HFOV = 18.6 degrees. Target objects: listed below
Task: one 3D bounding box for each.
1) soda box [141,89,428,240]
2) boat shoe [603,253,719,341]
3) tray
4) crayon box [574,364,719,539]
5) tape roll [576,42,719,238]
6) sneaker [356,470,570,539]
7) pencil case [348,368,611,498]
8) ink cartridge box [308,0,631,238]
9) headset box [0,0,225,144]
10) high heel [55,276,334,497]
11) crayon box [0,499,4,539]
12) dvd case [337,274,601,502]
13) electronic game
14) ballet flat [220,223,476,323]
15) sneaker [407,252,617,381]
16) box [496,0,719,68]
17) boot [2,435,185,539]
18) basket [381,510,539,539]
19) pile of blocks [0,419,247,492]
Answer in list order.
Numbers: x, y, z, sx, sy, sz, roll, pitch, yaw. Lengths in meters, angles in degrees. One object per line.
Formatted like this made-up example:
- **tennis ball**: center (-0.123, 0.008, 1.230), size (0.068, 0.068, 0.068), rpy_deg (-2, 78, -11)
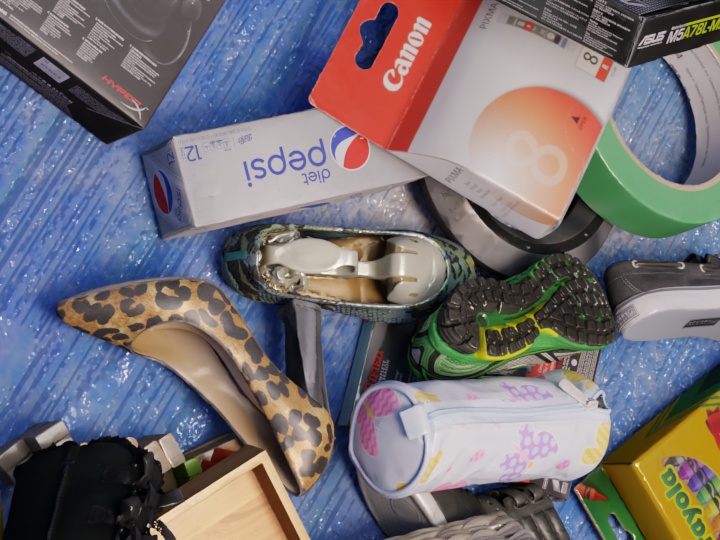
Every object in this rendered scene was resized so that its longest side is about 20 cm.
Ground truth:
- **soda box**: center (-0.053, -0.077, 1.586), size (0.200, 0.063, 0.068), rpy_deg (-14, 89, -29)
- **boat shoe**: center (0.271, 0.016, 1.750), size (0.200, 0.070, 0.066), rpy_deg (-3, 60, -35)
- **tray**: center (-0.130, 0.211, 1.464), size (0.200, 0.037, 0.099), rpy_deg (-31, 106, -20)
- **crayon box**: center (0.277, 0.167, 1.731), size (0.200, 0.051, 0.127), rpy_deg (-37, 102, -26)
- **tape roll**: center (0.229, -0.128, 1.721), size (0.200, 0.048, 0.201), rpy_deg (12, 69, -33)
- **sneaker**: center (0.079, 0.176, 1.628), size (0.200, 0.071, 0.099), rpy_deg (51, 60, -17)
- **pencil case**: center (0.087, 0.115, 1.563), size (0.200, 0.091, 0.083), rpy_deg (-1, 82, -40)
- **ink cartridge box**: center (0.085, -0.141, 1.593), size (0.200, 0.050, 0.162), rpy_deg (31, 64, -9)
- **headset box**: center (-0.171, -0.214, 1.533), size (0.149, 0.075, 0.200), rpy_deg (37, 69, -20)
- **high heel**: center (-0.112, 0.081, 1.509), size (0.200, 0.071, 0.143), rpy_deg (7, 63, -22)
- **crayon box**: center (-0.296, 0.206, 1.430), size (0.127, 0.051, 0.200), rpy_deg (-5, 86, -28)
- **dvd case**: center (0.088, 0.079, 1.667), size (0.200, 0.022, 0.146), rpy_deg (21, 75, -25)
- **electronic game**: center (0.123, -0.089, 1.693), size (0.200, 0.042, 0.200), rpy_deg (8, 75, -33)
- **ballet flat**: center (0.000, 0.000, 1.587), size (0.200, 0.074, 0.074), rpy_deg (0, 84, -20)
- **sneaker**: center (0.113, 0.039, 1.637), size (0.200, 0.085, 0.078), rpy_deg (-5, 68, -42)
- **box**: center (0.170, -0.222, 1.627), size (0.193, 0.200, 0.048), rpy_deg (-17, 132, -52)
- **boot**: center (-0.218, 0.182, 1.385), size (0.163, 0.198, 0.073), rpy_deg (-80, 158, -47)
- **basket**: center (0.041, 0.260, 1.523), size (0.200, 0.123, 0.136), rpy_deg (-15, 108, -10)
- **pile of blocks**: center (-0.153, 0.147, 1.507), size (0.200, 0.062, 0.082), rpy_deg (6, 81, -27)
